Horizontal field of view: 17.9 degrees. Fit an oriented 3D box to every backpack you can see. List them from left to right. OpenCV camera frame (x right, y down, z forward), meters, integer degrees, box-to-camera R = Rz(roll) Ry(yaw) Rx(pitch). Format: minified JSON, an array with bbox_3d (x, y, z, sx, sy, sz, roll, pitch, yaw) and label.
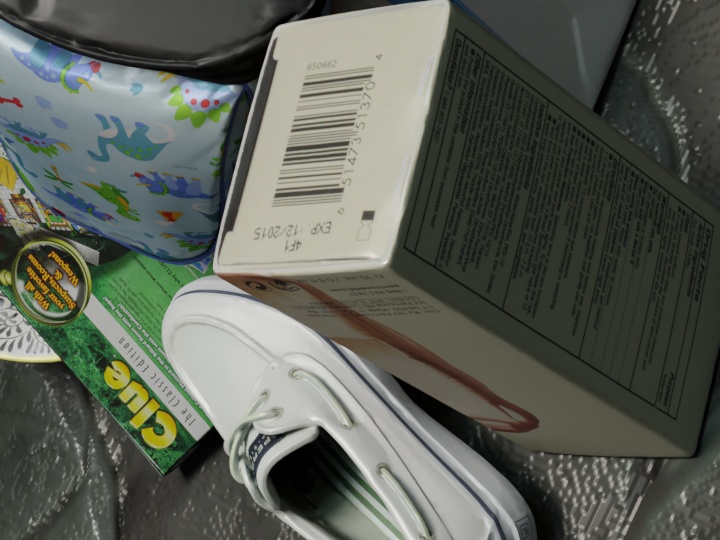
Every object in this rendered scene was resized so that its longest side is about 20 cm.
[{"bbox_3d":[-0.086,-0.089,0.929,0.162,0.200,0.155,18,87,5],"label":"backpack"}]

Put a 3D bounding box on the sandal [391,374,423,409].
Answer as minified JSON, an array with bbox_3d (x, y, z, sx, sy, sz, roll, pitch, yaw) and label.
[{"bbox_3d":[0.000,0.000,0.953,0.075,0.045,0.202,9,96,44],"label":"sandal"}]

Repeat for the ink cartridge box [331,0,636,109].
[{"bbox_3d":[0.006,-0.128,1.007,0.199,0.116,0.067,10,72,44],"label":"ink cartridge box"}]

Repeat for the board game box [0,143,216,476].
[{"bbox_3d":[-0.119,-0.014,1.046,0.105,0.023,0.200,-42,86,16],"label":"board game box"}]

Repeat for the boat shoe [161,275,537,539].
[{"bbox_3d":[-0.020,0.067,0.925,0.199,0.067,0.074,32,124,30],"label":"boat shoe"}]

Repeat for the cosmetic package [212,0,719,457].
[{"bbox_3d":[0.049,-0.009,0.852,0.087,0.200,0.104,-3,65,41],"label":"cosmetic package"}]

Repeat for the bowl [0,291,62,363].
[{"bbox_3d":[-0.149,-0.064,1.107,0.199,0.094,0.203,3,101,15],"label":"bowl"}]
